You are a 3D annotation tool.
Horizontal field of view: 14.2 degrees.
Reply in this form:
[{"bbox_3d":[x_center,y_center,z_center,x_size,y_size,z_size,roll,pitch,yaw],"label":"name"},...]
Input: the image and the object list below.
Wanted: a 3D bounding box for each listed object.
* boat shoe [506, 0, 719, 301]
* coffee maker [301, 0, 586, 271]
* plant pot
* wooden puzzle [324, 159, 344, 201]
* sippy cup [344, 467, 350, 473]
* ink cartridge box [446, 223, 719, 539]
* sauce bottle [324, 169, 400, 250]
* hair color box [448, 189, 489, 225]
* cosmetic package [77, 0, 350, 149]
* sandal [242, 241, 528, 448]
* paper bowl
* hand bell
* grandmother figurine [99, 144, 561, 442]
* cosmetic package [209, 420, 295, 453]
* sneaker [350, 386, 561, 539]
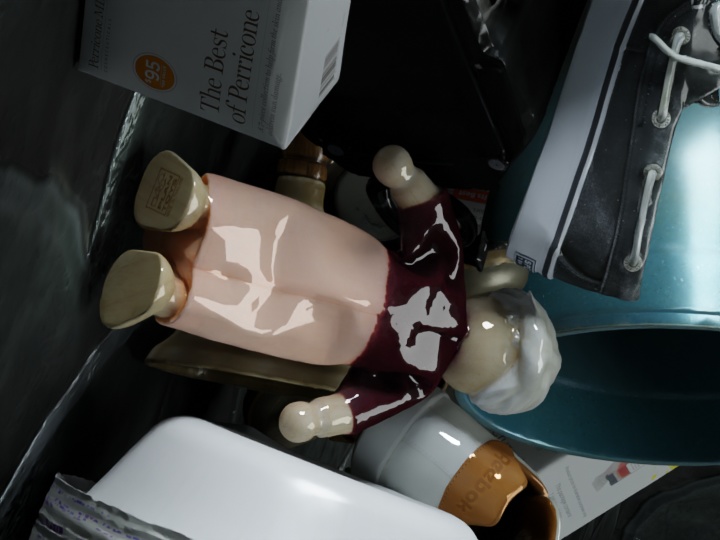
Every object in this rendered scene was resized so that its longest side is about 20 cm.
[{"bbox_3d":[0.121,-0.085,1.141,0.074,0.068,0.200,-11,121,-81],"label":"boat shoe"},{"bbox_3d":[0.040,-0.144,1.177,0.192,0.134,0.200,97,16,-57],"label":"coffee maker"},{"bbox_3d":[0.146,-0.028,1.343,0.200,0.199,0.189,80,12,-69],"label":"plant pot"},{"bbox_3d":[0.020,-0.112,1.398,0.201,0.037,0.185,-64,169,-4],"label":"wooden puzzle"},{"bbox_3d":[-0.022,0.198,1.498,0.140,0.130,0.178,100,15,-51],"label":"sippy cup"},{"bbox_3d":[0.112,0.037,1.484,0.200,0.145,0.084,-32,147,-4],"label":"ink cartridge box"},{"bbox_3d":[0.000,0.000,1.346,0.200,0.064,0.065,111,4,-70],"label":"sauce bottle"},{"bbox_3d":[0.095,-0.063,1.567,0.064,0.110,0.200,-91,-166,-47],"label":"hair color box"},{"bbox_3d":[-0.039,-0.140,0.927,0.051,0.082,0.201,-54,161,-46],"label":"cosmetic package"},{"bbox_3d":[0.012,0.046,1.286,0.080,0.054,0.200,-12,164,-38],"label":"sandal"},{"bbox_3d":[-0.032,0.126,1.133,0.201,0.200,0.105,32,78,-79],"label":"paper bowl"},{"bbox_3d":[-0.022,-0.049,1.218,0.104,0.104,0.201,41,59,-78],"label":"hand bell"},{"bbox_3d":[0.000,0.010,1.144,0.061,0.199,0.122,35,-78,57],"label":"grandmother figurine"},{"bbox_3d":[-0.022,0.181,1.354,0.052,0.200,0.151,-1,-118,53],"label":"cosmetic package"},{"bbox_3d":[0.044,0.119,1.262,0.073,0.085,0.200,-51,163,-13],"label":"sneaker"}]
